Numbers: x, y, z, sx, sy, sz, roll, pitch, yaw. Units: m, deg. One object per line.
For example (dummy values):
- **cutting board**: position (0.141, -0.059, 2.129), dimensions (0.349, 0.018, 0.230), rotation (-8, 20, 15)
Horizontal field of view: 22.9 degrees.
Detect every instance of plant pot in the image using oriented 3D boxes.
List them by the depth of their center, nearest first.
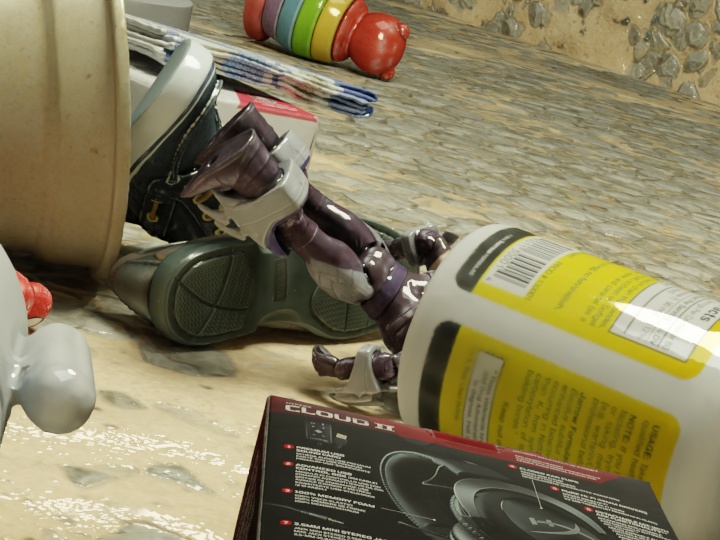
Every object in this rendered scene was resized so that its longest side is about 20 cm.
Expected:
- **plant pot**: position (-0.231, -0.091, 0.958), dimensions (0.182, 0.202, 0.200), rotation (-3, 18, -18)

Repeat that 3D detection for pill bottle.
- **pill bottle**: position (0.126, 0.062, 0.807), dimensions (0.199, 0.115, 0.114), rotation (22, 15, 30)

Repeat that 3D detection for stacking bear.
- **stacking bear**: position (-0.035, -0.307, 2.199), dimensions (0.199, 0.122, 0.114), rotation (25, 13, 12)

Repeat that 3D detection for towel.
- **towel**: position (-0.100, -0.154, 1.299), dimensions (0.199, 0.024, 0.146), rotation (12, 10, -41)

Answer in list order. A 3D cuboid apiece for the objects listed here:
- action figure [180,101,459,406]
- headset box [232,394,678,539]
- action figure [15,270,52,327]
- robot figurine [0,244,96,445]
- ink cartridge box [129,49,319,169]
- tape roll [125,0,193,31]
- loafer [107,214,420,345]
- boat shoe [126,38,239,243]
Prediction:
- **action figure**: position (0.000, 0.000, 0.918), dimensions (0.200, 0.069, 0.130), rotation (42, 33, -12)
- **headset box**: position (0.030, 0.113, 0.574), dimensions (0.147, 0.078, 0.200), rotation (14, 12, -6)
- **action figure**: position (-0.215, 0.009, 0.809), dimensions (0.065, 0.052, 0.199), rotation (30, 15, 33)
- **robot figurine**: position (-0.173, 0.035, 0.599), dimensions (0.168, 0.114, 0.200), rotation (-3, 15, -4)
- **ink cartridge box**: position (-0.149, -0.108, 1.281), dimensions (0.147, 0.086, 0.199), rotation (5, 14, -42)
- **tape roll**: position (-0.279, -0.274, 1.880), dimensions (0.198, 0.067, 0.200), rotation (14, 13, -3)
- **loafer**: position (-0.050, -0.001, 0.986), dimensions (0.063, 0.073, 0.199), rotation (18, 14, 41)
- **boat shoe**: position (-0.092, -0.062, 1.006), dimensions (0.091, 0.071, 0.200), rotation (34, -21, -7)
